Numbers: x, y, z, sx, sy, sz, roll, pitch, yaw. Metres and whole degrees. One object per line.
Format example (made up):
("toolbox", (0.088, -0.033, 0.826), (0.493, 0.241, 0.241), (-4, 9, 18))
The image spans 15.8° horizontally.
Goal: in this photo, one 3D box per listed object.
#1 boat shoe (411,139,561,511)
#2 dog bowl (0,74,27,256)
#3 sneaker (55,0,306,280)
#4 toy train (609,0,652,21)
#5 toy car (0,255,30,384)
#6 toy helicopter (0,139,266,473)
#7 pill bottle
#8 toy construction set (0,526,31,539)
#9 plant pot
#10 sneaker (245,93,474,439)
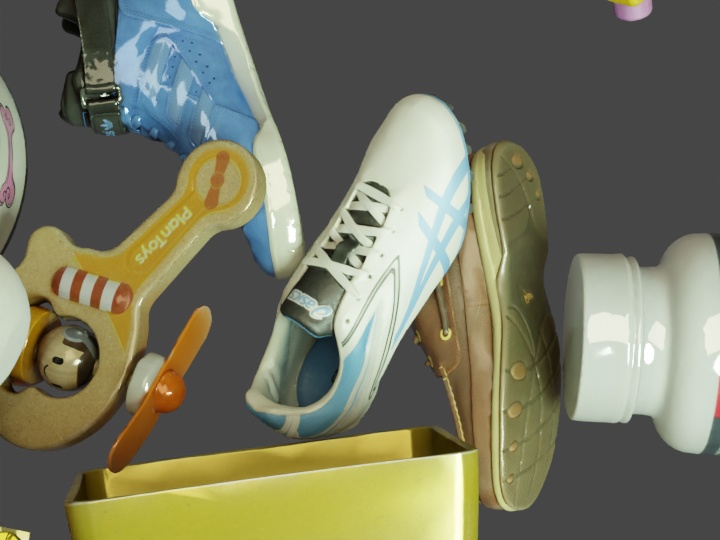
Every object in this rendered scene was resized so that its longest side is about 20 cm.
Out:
("boat shoe", (0.065, 0.032, 1.417), (0.067, 0.072, 0.201), (-8, 82, 30))
("dog bowl", (-0.283, -0.064, 1.408), (0.199, 0.074, 0.201), (0, 79, -2))
("sneaker", (-0.104, -0.078, 1.421), (0.111, 0.077, 0.201), (-18, 85, -2))
("toy train", (0.162, -0.219, 1.428), (0.055, 0.150, 0.201), (20, 71, 37))
("toy car", (-0.271, 0.054, 1.280), (0.174, 0.201, 0.150), (25, 35, 8))
("toy helicopter", (-0.121, 0.016, 1.364), (0.200, 0.079, 0.132), (-45, 69, 5))
("pill bottle", (0.212, 0.041, 1.391), (0.199, 0.120, 0.120), (2, 78, -2))
("toy construction set", (-0.239, 0.218, 1.351), (0.131, 0.092, 0.201), (22, 67, 1))
("plant pot", (-0.038, 0.184, 1.320), (0.199, 0.200, 0.177), (-8, 91, -5))
("sneaker", (0.000, 0.000, 1.380), (0.072, 0.072, 0.201), (29, 101, 30))
